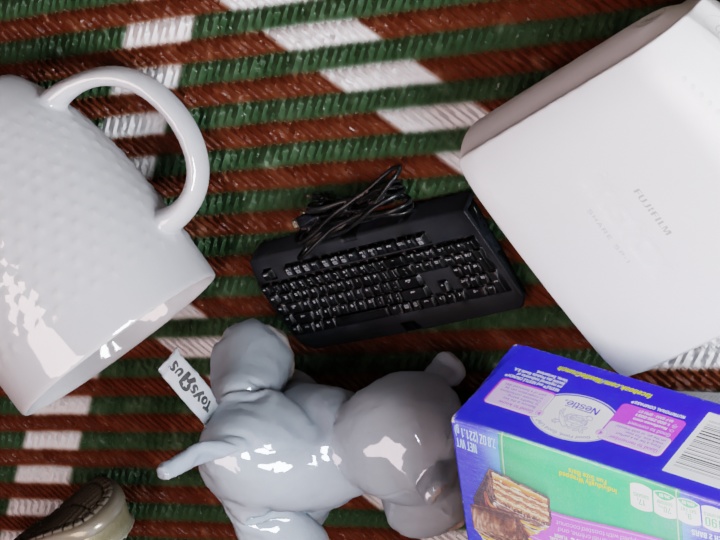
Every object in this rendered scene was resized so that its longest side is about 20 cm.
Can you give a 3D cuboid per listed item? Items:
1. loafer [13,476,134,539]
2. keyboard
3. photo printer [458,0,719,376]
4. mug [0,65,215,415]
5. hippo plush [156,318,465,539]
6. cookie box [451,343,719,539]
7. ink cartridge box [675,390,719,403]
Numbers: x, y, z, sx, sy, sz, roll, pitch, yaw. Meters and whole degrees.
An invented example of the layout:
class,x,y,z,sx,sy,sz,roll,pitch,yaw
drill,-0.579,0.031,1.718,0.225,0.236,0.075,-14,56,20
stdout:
class,x,y,z,sx,sy,sz,roll,pitch,yaw
loafer,-0.200,0.200,2.079,0.068,0.076,0.200,49,151,-5
keyboard,0.000,0.000,1.743,0.200,0.040,0.104,-14,113,47
photo printer,0.163,-0.044,1.529,0.167,0.069,0.200,52,141,-7
mug,-0.179,-0.039,1.811,0.200,0.148,0.176,-38,87,21
hippo plush,-0.009,0.090,1.773,0.160,0.160,0.200,-12,143,16
cookie box,0.145,0.157,1.576,0.171,0.075,0.200,16,133,31
ink cartridge box,0.206,0.114,1.653,0.200,0.037,0.095,2,124,45
